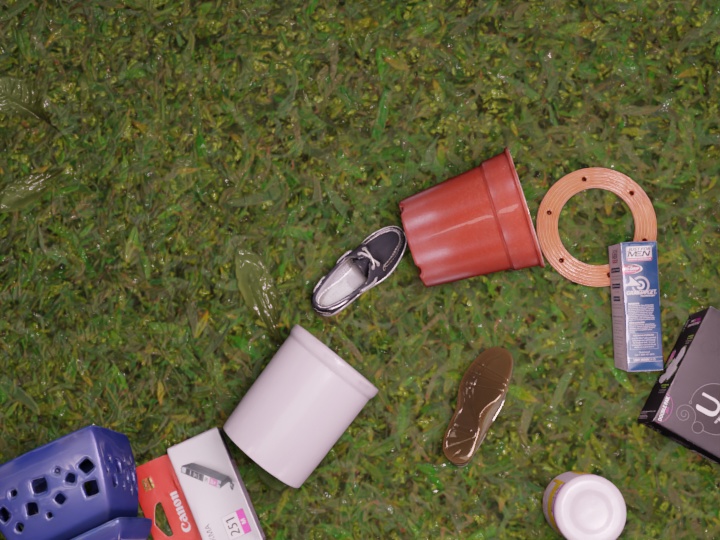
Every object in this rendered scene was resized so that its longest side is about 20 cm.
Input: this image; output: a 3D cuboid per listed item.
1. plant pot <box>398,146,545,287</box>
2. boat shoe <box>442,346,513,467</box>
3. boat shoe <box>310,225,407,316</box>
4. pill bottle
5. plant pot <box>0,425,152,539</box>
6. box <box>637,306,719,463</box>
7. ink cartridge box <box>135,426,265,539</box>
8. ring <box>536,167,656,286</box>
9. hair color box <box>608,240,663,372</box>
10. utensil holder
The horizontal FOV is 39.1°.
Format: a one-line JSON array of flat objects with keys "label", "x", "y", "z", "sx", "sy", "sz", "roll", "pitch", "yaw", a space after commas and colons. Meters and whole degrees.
[{"label": "plant pot", "x": 0.174, "y": -0.072, "z": 1.627, "sx": 0.193, "sy": 0.201, "sz": 0.203, "roll": -17, "pitch": 80, "yaw": 9}, {"label": "boat shoe", "x": 0.192, "y": 0.221, "z": 1.644, "sx": 0.073, "sy": 0.063, "sz": 0.202, "roll": 17, "pitch": 76, "yaw": 18}, {"label": "boat shoe", "x": 0.000, "y": 0.000, "z": 1.682, "sx": 0.076, "sy": 0.060, "sz": 0.200, "roll": 42, "pitch": 86, "yaw": 9}, {"label": "pill bottle", "x": 0.333, "y": 0.358, "z": 1.535, "sx": 0.103, "sy": 0.200, "sz": 0.106, "roll": 0, "pitch": 81, "yaw": 3}, {"label": "plant pot", "x": -0.444, "y": 0.367, "z": 1.573, "sx": 0.198, "sy": 0.200, "sz": 0.181, "roll": -25, "pitch": 75, "yaw": -2}, {"label": "box", "x": 0.553, "y": 0.182, "z": 1.589, "sx": 0.148, "sy": 0.124, "sz": 0.201, "roll": 28, "pitch": 85, "yaw": 7}, {"label": "ink cartridge box", "x": -0.271, "y": 0.381, "z": 1.648, "sx": 0.172, "sy": 0.044, "sz": 0.202, "roll": -24, "pitch": 80, "yaw": -2}, {"label": "ring", "x": 0.393, "y": -0.072, "z": 1.692, "sx": 0.198, "sy": 0.019, "sz": 0.203, "roll": 0, "pitch": 82, "yaw": 2}, {"label": "hair color box", "x": 0.438, "y": 0.057, "z": 1.616, "sx": 0.060, "sy": 0.100, "sz": 0.202, "roll": -3, "pitch": 88, "yaw": 2}, {"label": "utensil holder", "x": -0.097, "y": 0.215, "z": 1.601, "sx": 0.169, "sy": 0.170, "sz": 0.201, "roll": 38, "pitch": 86, "yaw": 8}]
